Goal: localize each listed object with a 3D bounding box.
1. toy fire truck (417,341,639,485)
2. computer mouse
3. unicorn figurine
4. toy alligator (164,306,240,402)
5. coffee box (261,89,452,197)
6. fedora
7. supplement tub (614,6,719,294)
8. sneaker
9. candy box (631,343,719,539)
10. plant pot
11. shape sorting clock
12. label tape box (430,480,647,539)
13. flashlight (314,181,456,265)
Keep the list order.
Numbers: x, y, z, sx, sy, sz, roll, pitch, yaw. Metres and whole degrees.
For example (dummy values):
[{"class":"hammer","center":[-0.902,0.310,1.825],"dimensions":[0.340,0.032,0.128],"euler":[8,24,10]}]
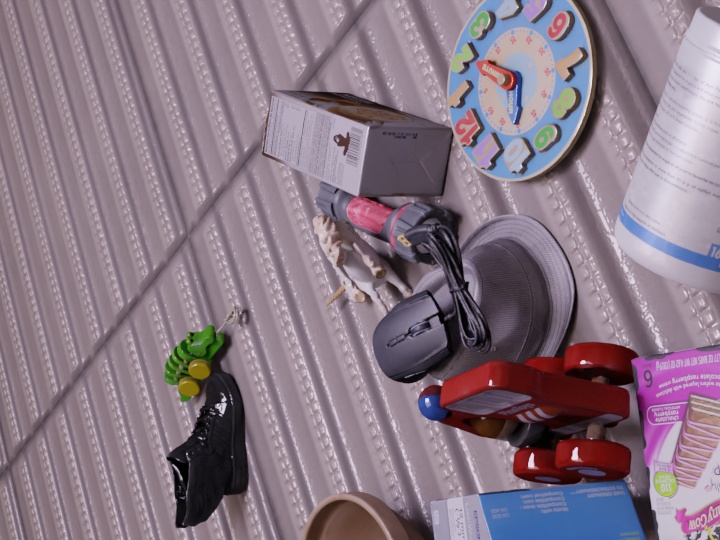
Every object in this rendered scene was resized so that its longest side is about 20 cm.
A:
[{"class":"toy fire truck","center":[0.146,0.121,1.228],"dimensions":[0.200,0.168,0.112],"euler":[149,132,-65]},{"class":"computer mouse","center":[0.047,0.035,1.340],"dimensions":[0.200,0.046,0.141],"euler":[-32,74,60]},{"class":"unicorn figurine","center":[0.000,0.000,1.513],"dimensions":[0.137,0.074,0.200],"euler":[49,167,40]},{"class":"toy alligator","center":[-0.224,0.108,1.850],"dimensions":[0.059,0.054,0.200],"euler":[-91,26,-46]},{"class":"coffee box","center":[-0.008,-0.142,1.512],"dimensions":[0.200,0.114,0.080],"euler":[28,113,51]},{"class":"fedora","center":[0.114,0.040,1.368],"dimensions":[0.200,0.090,0.177],"euler":[-54,50,40]},{"class":"supplement tub","center":[0.292,-0.094,1.085],"dimensions":[0.132,0.132,0.200],"euler":[42,124,45]},{"class":"sneaker","center":[-0.208,0.235,1.806],"dimensions":[0.060,0.104,0.200],"euler":[-21,74,53]},{"class":"candy box","center":[0.305,0.162,1.134],"dimensions":[0.136,0.061,0.200],"euler":[-18,78,54]},{"class":"plant pot","center":[0.023,0.340,1.501],"dimensions":[0.201,0.093,0.201],"euler":[3,94,55]},{"class":"shape sorting clock","center":[0.154,-0.187,1.350],"dimensions":[0.200,0.039,0.200],"euler":[3,94,54]},{"class":"label tape box","center":[0.162,0.224,1.216],"dimensions":[0.200,0.143,0.066],"euler":[137,128,-69]},{"class":"flashlight","center":[0.021,-0.061,1.513],"dimensions":[0.200,0.068,0.068],"euler":[27,109,50]}]
